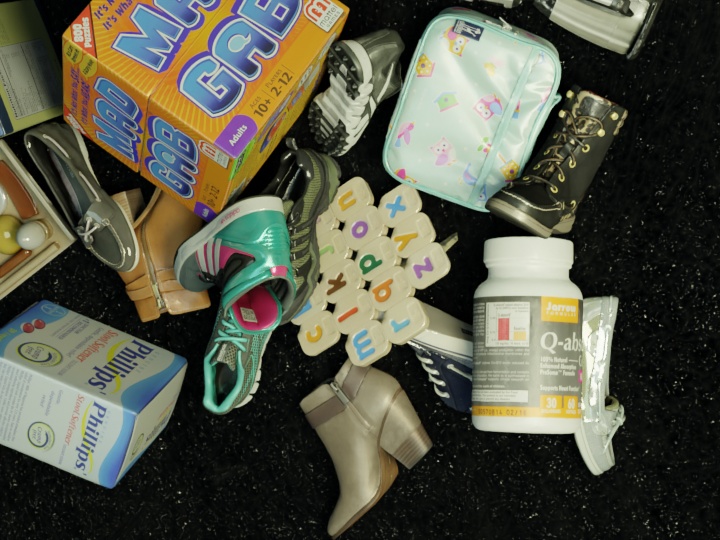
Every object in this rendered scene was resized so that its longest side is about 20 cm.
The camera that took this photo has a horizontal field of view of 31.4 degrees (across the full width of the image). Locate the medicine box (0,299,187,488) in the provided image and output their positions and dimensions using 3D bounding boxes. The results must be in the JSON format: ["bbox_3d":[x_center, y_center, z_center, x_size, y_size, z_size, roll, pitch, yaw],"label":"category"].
[{"bbox_3d":[-0.327,0.137,1.474,0.199,0.182,0.103,21,108,4],"label":"medicine box"}]

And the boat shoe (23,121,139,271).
[{"bbox_3d":[-0.319,-0.080,1.445,0.067,0.057,0.200,-43,70,38],"label":"boat shoe"}]

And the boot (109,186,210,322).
[{"bbox_3d":[-0.200,-0.030,1.454,0.199,0.077,0.156,-16,96,20],"label":"boot"}]

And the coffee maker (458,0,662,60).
[{"bbox_3d":[0.217,-0.332,1.284,0.199,0.135,0.193,22,81,3],"label":"coffee maker"}]

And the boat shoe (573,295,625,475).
[{"bbox_3d":[0.264,0.128,1.417,0.064,0.074,0.203,-6,97,16],"label":"boat shoe"}]

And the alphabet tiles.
[{"bbox_3d":[0.000,0.000,1.401,0.195,0.015,0.201,-33,63,18],"label":"alphabet tiles"}]

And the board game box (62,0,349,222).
[{"bbox_3d":[-0.161,-0.206,1.298,0.200,0.200,0.200,35,69,0],"label":"board game box"}]

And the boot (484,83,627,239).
[{"bbox_3d":[0.203,-0.112,1.303,0.073,0.200,0.151,31,104,22],"label":"boot"}]

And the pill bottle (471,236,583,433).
[{"bbox_3d":[0.175,0.069,1.347,0.116,0.116,0.201,1,85,11],"label":"pill bottle"}]

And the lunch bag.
[{"bbox_3d":[0.122,-0.172,1.358,0.160,0.077,0.201,22,109,5],"label":"lunch bag"}]

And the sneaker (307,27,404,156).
[{"bbox_3d":[0.002,-0.188,1.350,0.090,0.200,0.067,-31,76,-23],"label":"sneaker"}]

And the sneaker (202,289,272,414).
[{"bbox_3d":[-0.140,0.078,1.470,0.077,0.091,0.201,12,107,7],"label":"sneaker"}]

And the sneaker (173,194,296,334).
[{"bbox_3d":[-0.130,0.014,1.346,0.200,0.083,0.121,-37,61,52],"label":"sneaker"}]

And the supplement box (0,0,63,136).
[{"bbox_3d":[-0.450,-0.196,1.397,0.199,0.200,0.135,-17,101,15],"label":"supplement box"}]

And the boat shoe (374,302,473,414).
[{"bbox_3d":[0.090,0.102,1.430,0.199,0.075,0.093,21,112,-7],"label":"boat shoe"}]

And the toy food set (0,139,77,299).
[{"bbox_3d":[-0.447,-0.041,1.513,0.200,0.060,0.144,-35,97,17],"label":"toy food set"}]

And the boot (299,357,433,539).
[{"bbox_3d":[-0.015,0.201,1.499,0.146,0.070,0.200,44,107,4],"label":"boot"}]

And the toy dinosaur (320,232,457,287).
[{"bbox_3d":[0.015,0.012,1.448,0.199,0.047,0.089,-6,97,9],"label":"toy dinosaur"}]

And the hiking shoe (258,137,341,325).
[{"bbox_3d":[-0.089,-0.042,1.395,0.075,0.101,0.201,9,82,32],"label":"hiking shoe"}]
